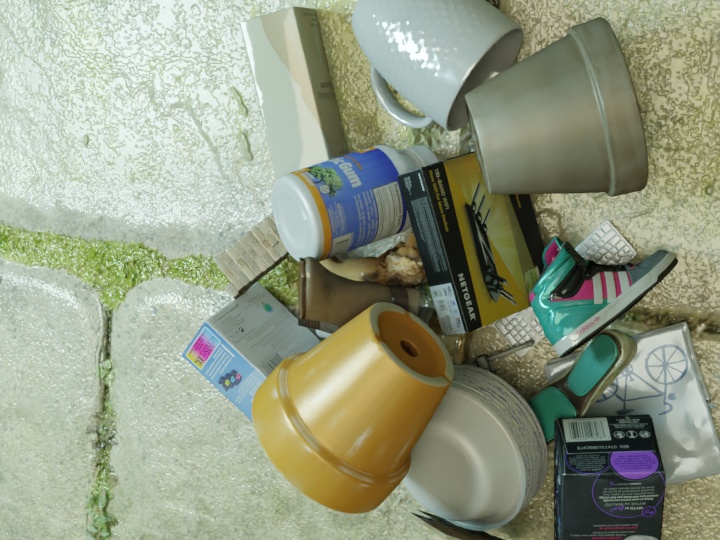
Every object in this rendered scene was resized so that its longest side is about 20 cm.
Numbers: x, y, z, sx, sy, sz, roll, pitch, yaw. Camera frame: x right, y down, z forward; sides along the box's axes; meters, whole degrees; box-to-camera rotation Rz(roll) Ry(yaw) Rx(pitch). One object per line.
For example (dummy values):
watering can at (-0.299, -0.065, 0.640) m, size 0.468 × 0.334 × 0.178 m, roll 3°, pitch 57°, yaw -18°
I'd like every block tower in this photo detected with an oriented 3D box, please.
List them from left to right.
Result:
block tower at (-0.101, -0.048, 1.483) m, size 0.200 × 0.054 × 0.058 m, roll -41°, pitch 87°, yaw -4°

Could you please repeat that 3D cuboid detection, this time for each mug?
mug at (0.075, -0.260, 1.395) m, size 0.175 × 0.147 × 0.201 m, roll 39°, pitch 138°, yaw 14°

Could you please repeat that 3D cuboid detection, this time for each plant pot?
plant pot at (0.005, 0.144, 1.333) m, size 0.200 × 0.200 × 0.184 m, roll 43°, pitch 117°, yaw 5°
plant pot at (0.214, -0.167, 1.312) m, size 0.171 × 0.200 × 0.202 m, roll -14°, pitch 96°, yaw 5°

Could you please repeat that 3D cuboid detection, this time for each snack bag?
snack bag at (0.349, 0.183, 1.448) m, size 0.187 × 0.021 × 0.202 m, roll -19°, pitch 94°, yaw 19°

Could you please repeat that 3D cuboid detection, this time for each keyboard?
keyboard at (0.254, 0.024, 1.452) m, size 0.056 × 0.011 × 0.200 m, roll 47°, pitch 108°, yaw 4°

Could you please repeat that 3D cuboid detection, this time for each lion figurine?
lion figurine at (0.000, 0.000, 1.463) m, size 0.198 × 0.122 × 0.073 m, roll -11°, pitch 97°, yaw 18°

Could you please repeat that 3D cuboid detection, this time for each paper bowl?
paper bowl at (0.125, 0.228, 1.436) m, size 0.199 × 0.104 × 0.203 m, roll 17°, pitch 119°, yaw 32°

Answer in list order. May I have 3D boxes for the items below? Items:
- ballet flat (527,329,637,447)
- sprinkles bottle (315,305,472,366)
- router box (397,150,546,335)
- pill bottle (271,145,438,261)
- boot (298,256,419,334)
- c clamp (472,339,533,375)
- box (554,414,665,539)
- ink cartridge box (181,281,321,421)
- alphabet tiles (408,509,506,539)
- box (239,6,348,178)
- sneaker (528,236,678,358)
ballet flat at (0.269, 0.152, 1.422) m, size 0.200 × 0.062 × 0.068 m, roll -50°, pitch 58°, yaw 28°
sprinkles bottle at (0.044, 0.072, 1.493) m, size 0.198 × 0.068 × 0.069 m, roll 11°, pitch 103°, yaw 14°
router box at (0.143, -0.040, 1.394) m, size 0.052 × 0.156 × 0.202 m, roll -12°, pitch 96°, yaw 55°
pill bottle at (0.001, -0.088, 1.407) m, size 0.112 × 0.198 × 0.113 m, roll 41°, pitch 141°, yaw 43°
boot at (-0.002, 0.033, 1.371) m, size 0.144 × 0.200 × 0.071 m, roll 2°, pitch 72°, yaw -2°
c clamp at (0.170, 0.206, 1.497) m, size 0.169 × 0.027 × 0.202 m, roll -15°, pitch 96°, yaw 22°
box at (0.297, 0.286, 1.396) m, size 0.121 × 0.106 × 0.202 m, roll -2°, pitch 121°, yaw 5°
ink cartridge box at (-0.112, 0.128, 1.507) m, size 0.200 × 0.136 × 0.077 m, roll 41°, pitch 125°, yaw 7°
alphabet tiles at (0.143, 0.332, 1.435) m, size 0.166 × 0.200 × 0.008 m, roll 20°, pitch 84°, yaw -15°
box at (-0.082, -0.224, 1.463) m, size 0.077 × 0.095 × 0.202 m, roll -11°, pitch 98°, yaw 17°
sneaker at (0.276, 0.003, 1.378) m, size 0.199 × 0.084 × 0.121 m, roll -33°, pitch 78°, yaw -23°
